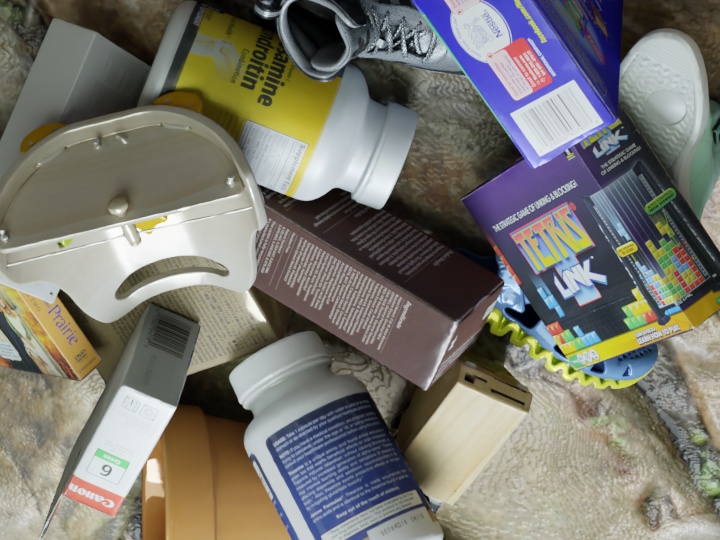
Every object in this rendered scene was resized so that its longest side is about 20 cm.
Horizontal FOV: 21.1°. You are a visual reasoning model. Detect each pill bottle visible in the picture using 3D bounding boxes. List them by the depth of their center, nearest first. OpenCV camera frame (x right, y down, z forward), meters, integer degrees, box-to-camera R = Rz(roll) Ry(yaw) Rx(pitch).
[{"bbox_3d":[-0.063,-0.120,1.465,0.200,0.112,0.112,21,123,-6],"label":"pill bottle"},{"bbox_3d":[-0.025,0.154,1.555,0.111,0.111,0.200,-36,74,26],"label":"pill bottle"}]

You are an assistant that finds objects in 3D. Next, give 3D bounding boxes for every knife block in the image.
[{"bbox_3d":[0.065,0.152,1.593,0.064,0.200,0.176,23,94,-8],"label":"knife block"}]

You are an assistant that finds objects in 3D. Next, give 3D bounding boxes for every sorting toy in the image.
[{"bbox_3d":[-0.159,-0.027,1.431,0.200,0.107,0.180,-13,141,4],"label":"sorting toy"}]

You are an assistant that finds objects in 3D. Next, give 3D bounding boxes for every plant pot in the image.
[{"bbox_3d":[-0.110,0.212,1.655,0.140,0.200,0.200,0,125,-13],"label":"plant pot"}]

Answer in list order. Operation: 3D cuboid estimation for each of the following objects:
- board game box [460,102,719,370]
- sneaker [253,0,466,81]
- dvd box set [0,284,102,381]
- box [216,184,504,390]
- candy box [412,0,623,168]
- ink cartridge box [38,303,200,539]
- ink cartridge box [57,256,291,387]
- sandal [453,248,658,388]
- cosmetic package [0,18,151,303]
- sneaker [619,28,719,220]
[{"bbox_3d":[0.172,-0.021,1.423,0.165,0.057,0.200,55,158,-1],"label":"board game box"},{"bbox_3d":[0.014,-0.173,1.418,0.200,0.114,0.076,21,124,-6],"label":"sneaker"},{"bbox_3d":[-0.306,0.001,1.576,0.146,0.029,0.200,5,133,52],"label":"dvd box set"},{"bbox_3d":[0.000,0.000,1.503,0.200,0.100,0.075,30,119,15],"label":"box"},{"bbox_3d":[0.110,-0.195,1.338,0.077,0.200,0.169,-27,113,25],"label":"candy box"},{"bbox_3d":[-0.197,0.135,1.565,0.050,0.109,0.200,24,125,-9],"label":"ink cartridge box"},{"bbox_3d":[-0.172,-0.010,1.574,0.165,0.075,0.200,-17,120,20],"label":"ink cartridge box"},{"bbox_3d":[0.156,0.026,1.553,0.200,0.080,0.087,26,119,-11],"label":"sandal"},{"bbox_3d":[-0.234,-0.082,1.467,0.051,0.083,0.200,20,85,32],"label":"cosmetic package"},{"bbox_3d":[0.230,-0.116,1.422,0.074,0.118,0.201,13,135,19],"label":"sneaker"}]
